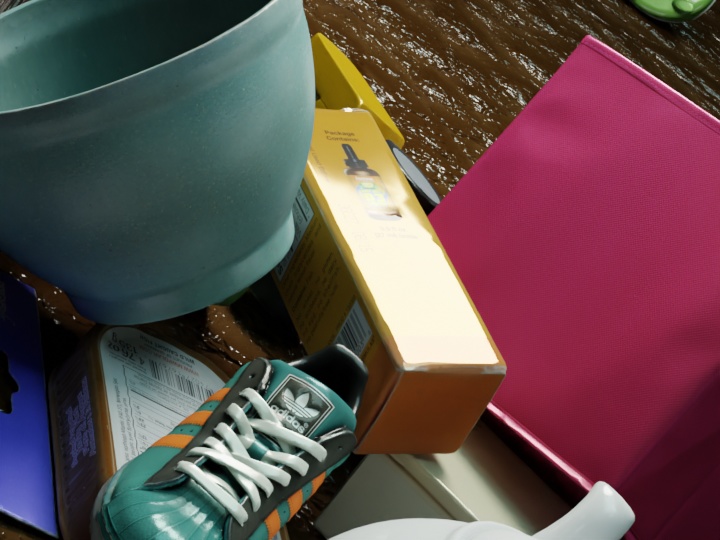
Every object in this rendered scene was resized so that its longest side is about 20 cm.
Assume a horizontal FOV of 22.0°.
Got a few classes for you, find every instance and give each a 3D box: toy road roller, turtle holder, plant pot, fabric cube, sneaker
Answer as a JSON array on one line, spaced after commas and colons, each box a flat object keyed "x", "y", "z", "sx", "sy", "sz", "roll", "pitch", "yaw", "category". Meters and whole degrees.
[{"x": -0.009, "y": -0.035, "z": 1.163, "sx": 0.146, "sy": 0.123, "sz": 0.200, "roll": 37, "pitch": 16, "yaw": -47, "category": "toy road roller"}, {"x": 0.431, "y": -0.426, "z": 2.667, "sx": 0.184, "sy": 0.142, "sz": 0.132, "roll": 2, "pitch": -3, "yaw": 14, "category": "turtle holder"}, {"x": -0.106, "y": -0.058, "z": 0.902, "sx": 0.201, "sy": 0.199, "sz": 0.135, "roll": -86, "pitch": 160, "yaw": -65, "category": "plant pot"}, {"x": 0.154, "y": 0.031, "z": 1.048, "sx": 0.196, "sy": 0.200, "sz": 0.200, "roll": 38, "pitch": -7, "yaw": 30, "category": "fabric cube"}, {"x": -0.050, "y": 0.079, "z": 0.797, "sx": 0.071, "sy": 0.080, "sz": 0.200, "roll": 41, "pitch": 20, "yaw": 2, "category": "sneaker"}]

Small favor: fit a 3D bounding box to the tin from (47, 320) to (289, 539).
[{"x": -0.090, "y": 0.095, "z": 0.867, "sx": 0.112, "sy": 0.042, "sz": 0.200, "roll": 25, "pitch": 25, "yaw": -27, "category": "tin"}]

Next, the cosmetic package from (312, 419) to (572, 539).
[{"x": 0.082, "y": 0.166, "z": 0.957, "sx": 0.200, "sy": 0.073, "sz": 0.103, "roll": 42, "pitch": 21, "yaw": 13, "category": "cosmetic package"}]

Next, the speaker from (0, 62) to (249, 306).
[{"x": -0.144, "y": -0.057, "z": 1.026, "sx": 0.199, "sy": 0.089, "sz": 0.089, "roll": 29, "pitch": 23, "yaw": -22, "category": "speaker"}]

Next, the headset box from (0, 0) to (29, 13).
[{"x": -0.273, "y": -0.222, "z": 1.164, "sx": 0.148, "sy": 0.075, "sz": 0.200, "roll": 38, "pitch": 21, "yaw": -1, "category": "headset box"}]

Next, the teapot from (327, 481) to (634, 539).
[{"x": 0.048, "y": 0.175, "z": 0.747, "sx": 0.197, "sy": 0.146, "sz": 0.201, "roll": 24, "pitch": 35, "yaw": -43, "category": "teapot"}]

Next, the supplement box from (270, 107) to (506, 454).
[{"x": 0.000, "y": 0.000, "z": 0.957, "sx": 0.066, "sy": 0.069, "sz": 0.201, "roll": 3, "pitch": 45, "yaw": -30, "category": "supplement box"}]

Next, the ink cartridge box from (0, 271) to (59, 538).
[{"x": -0.217, "y": 0.011, "z": 0.831, "sx": 0.199, "sy": 0.043, "sz": 0.198, "roll": 28, "pitch": 23, "yaw": -29, "category": "ink cartridge box"}]
